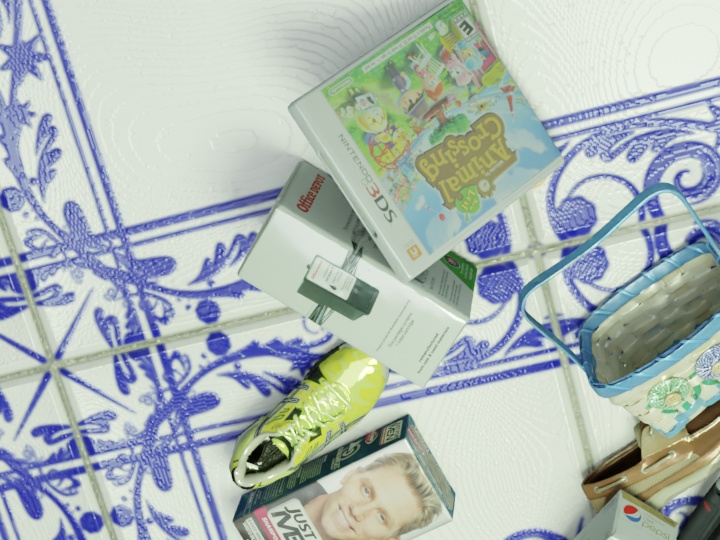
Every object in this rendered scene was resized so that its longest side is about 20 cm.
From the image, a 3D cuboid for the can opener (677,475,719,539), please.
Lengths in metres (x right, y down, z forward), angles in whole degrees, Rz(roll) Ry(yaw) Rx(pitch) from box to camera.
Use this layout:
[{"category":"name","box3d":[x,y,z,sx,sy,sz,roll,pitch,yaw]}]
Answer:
[{"category":"can opener","box3d":[0.350,0.224,1.511,0.063,0.079,0.200,16,129,-24]}]

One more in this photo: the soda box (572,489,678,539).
[{"category":"soda box","box3d":[0.223,0.299,1.527,0.068,0.064,0.200,29,132,-4]}]

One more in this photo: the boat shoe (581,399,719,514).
[{"category":"boat shoe","box3d":[0.292,0.168,1.509,0.072,0.076,0.200,43,106,-6]}]

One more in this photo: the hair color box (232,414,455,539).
[{"category":"hair color box","box3d":[-0.016,0.234,1.572,0.199,0.061,0.100,-28,103,14]}]

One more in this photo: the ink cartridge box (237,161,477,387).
[{"category":"ink cartridge box","box3d":[0.000,0.000,1.450,0.199,0.147,0.083,32,110,-3]}]

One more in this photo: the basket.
[{"category":"basket","box3d":[0.265,0.036,1.432,0.176,0.139,0.200,-39,110,18]}]

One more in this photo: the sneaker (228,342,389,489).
[{"category":"sneaker","box3d":[-0.047,0.148,1.539,0.075,0.076,0.200,43,106,-6]}]

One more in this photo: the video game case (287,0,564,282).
[{"category":"video game case","box3d":[0.061,-0.119,1.395,0.200,0.022,0.183,-36,96,-25]}]

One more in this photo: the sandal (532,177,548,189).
[{"category":"sandal","box3d":[0.076,-0.119,1.447,0.205,0.059,0.080,15,109,2]}]
